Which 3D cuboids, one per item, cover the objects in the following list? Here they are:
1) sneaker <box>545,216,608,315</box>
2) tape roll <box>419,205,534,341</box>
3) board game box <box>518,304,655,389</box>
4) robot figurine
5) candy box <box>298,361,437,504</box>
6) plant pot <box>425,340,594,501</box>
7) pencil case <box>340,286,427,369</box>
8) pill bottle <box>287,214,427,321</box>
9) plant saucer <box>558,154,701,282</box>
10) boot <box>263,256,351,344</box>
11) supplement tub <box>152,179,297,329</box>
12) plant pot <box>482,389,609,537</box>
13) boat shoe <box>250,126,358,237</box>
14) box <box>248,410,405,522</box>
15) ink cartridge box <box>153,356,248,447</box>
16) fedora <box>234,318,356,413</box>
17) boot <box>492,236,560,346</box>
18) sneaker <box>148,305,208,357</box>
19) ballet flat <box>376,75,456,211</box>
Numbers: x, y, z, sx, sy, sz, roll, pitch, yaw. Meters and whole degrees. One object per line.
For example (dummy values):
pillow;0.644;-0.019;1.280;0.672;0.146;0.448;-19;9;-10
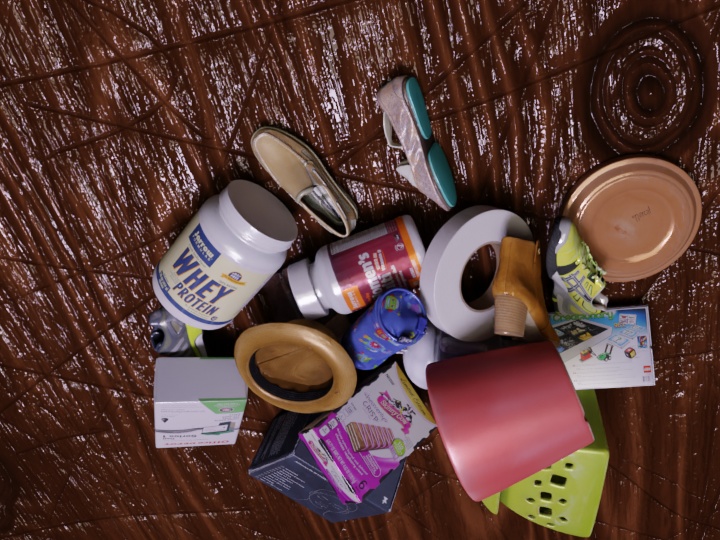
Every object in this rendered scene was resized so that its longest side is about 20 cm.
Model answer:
sneaker;0.317;-0.007;0.847;0.076;0.076;0.200;5;146;30
tape roll;0.176;0.005;0.851;0.202;0.037;0.204;-11;111;-30
board game box;0.358;0.125;0.933;0.199;0.035;0.127;-5;89;8
robot figurine;0.156;0.141;0.944;0.199;0.113;0.170;6;155;4
candy box;0.017;0.261;0.952;0.137;0.200;0.061;56;142;1
plant pot;0.206;0.193;0.798;0.177;0.201;0.201;-22;114;13
pencil case;0.034;0.092;0.859;0.087;0.078;0.200;31;153;-4
pill bottle;0.000;0.000;0.870;0.199;0.110;0.110;-21;115;5
plant saucer;0.396;-0.070;0.855;0.200;0.032;0.201;2;119;4
boot;-0.122;0.083;0.981;0.200;0.072;0.167;-29;100;21
supplement tub;-0.202;-0.023;0.873;0.145;0.145;0.200;38;116;-15
plant pot;0.292;0.292;0.974;0.181;0.199;0.201;4;120;10
boat shoe;-0.080;-0.127;0.843;0.200;0.076;0.072;40;115;-15
box;-0.059;0.340;1.034;0.200;0.124;0.197;36;142;-14
ink cartridge box;-0.276;0.229;0.996;0.146;0.085;0.200;2;143;-17
fedora;-0.095;0.135;0.902;0.200;0.082;0.201;8;126;12
boot;0.251;0.032;0.849;0.071;0.201;0.145;3;79;36
sneaker;-0.307;0.120;0.976;0.081;0.074;0.200;-17;136;-22
ballet flat;0.076;-0.173;0.819;0.067;0.068;0.200;-9;113;32
